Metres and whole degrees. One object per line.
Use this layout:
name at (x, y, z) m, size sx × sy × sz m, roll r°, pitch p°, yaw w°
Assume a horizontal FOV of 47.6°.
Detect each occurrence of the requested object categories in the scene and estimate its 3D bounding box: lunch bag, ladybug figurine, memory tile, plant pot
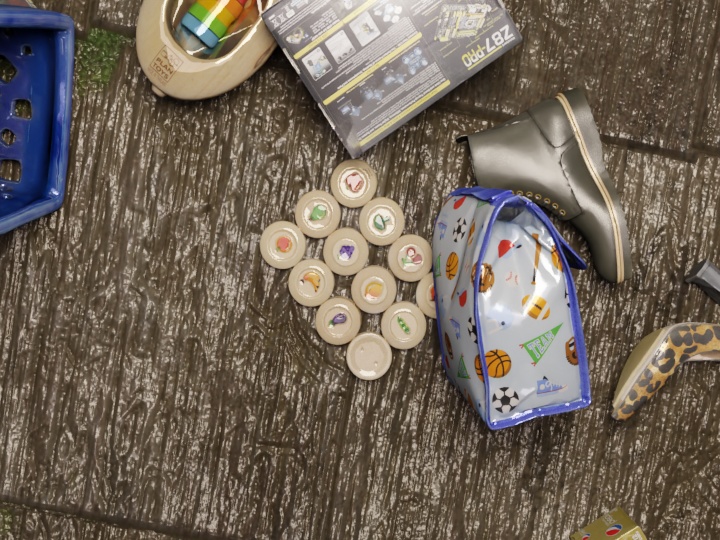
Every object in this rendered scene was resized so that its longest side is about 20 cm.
lunch bag at (0.136, 0.021, 0.781) m, size 0.121 × 0.170 × 0.204 m, roll -13°, pitch 99°, yaw -8°
ladybug figurine at (-0.143, -0.256, 0.821) m, size 0.136 × 0.072 × 0.200 m, roll 43°, pitch 91°, yaw -4°
memory tile at (0.000, 0.000, 0.865) m, size 0.153 × 0.017 × 0.201 m, roll -38°, pitch 93°, yaw 1°
plant pot at (-0.393, -0.150, 0.752) m, size 0.176 × 0.200 × 0.204 m, roll 10°, pitch 106°, yaw 5°

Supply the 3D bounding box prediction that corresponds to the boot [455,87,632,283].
boot at (0.190, -0.069, 0.844) m, size 0.136 × 0.077 × 0.204 m, roll -18°, pitch 81°, yaw 5°

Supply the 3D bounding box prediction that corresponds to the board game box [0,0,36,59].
board game box at (-0.429, -0.306, 0.838) m, size 0.104 × 0.023 × 0.201 m, roll -39°, pitch 94°, yaw 3°

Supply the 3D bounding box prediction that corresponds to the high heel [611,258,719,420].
high heel at (0.361, 0.107, 0.848) m, size 0.142 × 0.071 × 0.201 m, roll 38°, pitch 83°, yaw 3°

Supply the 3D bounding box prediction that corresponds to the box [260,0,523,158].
box at (0.030, -0.230, 0.771) m, size 0.198 × 0.049 × 0.162 m, roll -34°, pitch 102°, yaw 8°

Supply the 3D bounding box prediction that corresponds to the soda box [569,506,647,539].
soda box at (0.305, 0.360, 0.866) m, size 0.067 × 0.064 × 0.202 m, roll -31°, pitch 93°, yaw 1°
